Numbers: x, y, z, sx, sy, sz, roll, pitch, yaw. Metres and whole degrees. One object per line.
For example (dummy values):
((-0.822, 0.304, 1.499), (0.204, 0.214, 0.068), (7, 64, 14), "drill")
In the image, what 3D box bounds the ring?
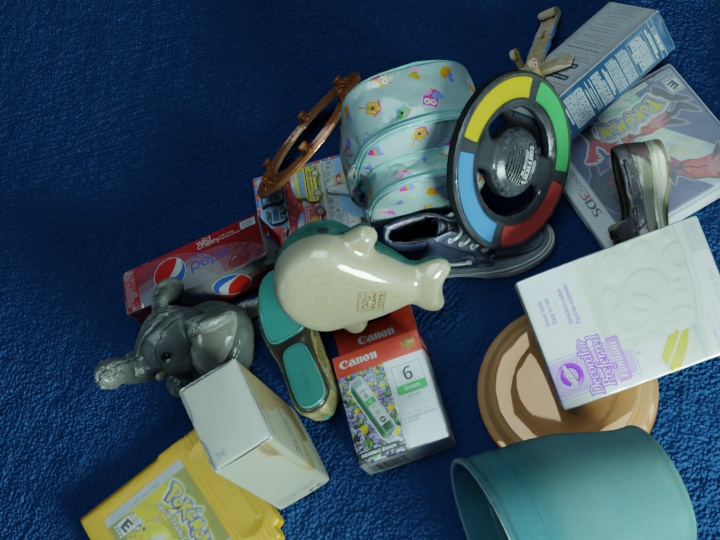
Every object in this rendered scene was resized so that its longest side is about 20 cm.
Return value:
((-0.070, -0.175, 1.234), (0.019, 0.200, 0.201), (38, 79, -16), "ring")

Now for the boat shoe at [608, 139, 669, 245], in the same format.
((0.310, -0.046, 1.097), (0.064, 0.072, 0.201), (-1, 90, 5), "boat shoe")

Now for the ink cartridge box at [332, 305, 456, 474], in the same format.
((0.029, 0.123, 1.137), (0.108, 0.050, 0.201), (-20, 64, 7), "ink cartridge box")

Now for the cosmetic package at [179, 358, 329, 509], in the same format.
((-0.111, 0.183, 1.066), (0.071, 0.200, 0.105), (-31, 63, 1), "cosmetic package")

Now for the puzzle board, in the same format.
((-0.057, -0.053, 1.257), (0.150, 0.017, 0.201), (-15, 64, 9), "puzzle board")

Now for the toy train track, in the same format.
((0.216, -0.279, 1.224), (0.114, 0.033, 0.200), (-15, 35, 37), "toy train track")

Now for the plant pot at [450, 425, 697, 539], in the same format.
((0.214, 0.246, 0.963), (0.187, 0.200, 0.201), (-21, 62, -10), "plant pot")

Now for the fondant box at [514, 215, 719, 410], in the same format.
((0.282, 0.046, 1.034), (0.199, 0.058, 0.145), (-21, 86, 7), "fondant box")

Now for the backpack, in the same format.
((0.064, -0.149, 1.147), (0.175, 0.200, 0.154), (-12, 64, -6), "backpack")

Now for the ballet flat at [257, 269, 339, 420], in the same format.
((-0.073, 0.092, 1.172), (0.070, 0.071, 0.201), (-24, 59, 4), "ballet flat")

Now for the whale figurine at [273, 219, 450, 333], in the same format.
((0.000, 0.000, 1.126), (0.199, 0.160, 0.104), (0, 41, -4), "whale figurine")

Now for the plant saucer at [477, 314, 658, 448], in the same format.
((0.229, 0.131, 1.088), (0.199, 0.032, 0.201), (-6, 66, 14), "plant saucer")

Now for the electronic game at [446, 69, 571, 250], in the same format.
((0.168, -0.121, 1.088), (0.042, 0.200, 0.201), (17, 71, 46), "electronic game")

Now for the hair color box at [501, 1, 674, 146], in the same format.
((0.274, -0.239, 1.198), (0.200, 0.061, 0.100), (-41, 30, -4), "hair color box")

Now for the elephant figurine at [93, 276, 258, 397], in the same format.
((-0.203, 0.079, 1.137), (0.141, 0.200, 0.156), (-11, 65, 11), "elephant figurine")

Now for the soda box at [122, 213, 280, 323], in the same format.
((-0.197, 0.005, 1.233), (0.199, 0.070, 0.064), (-22, 62, 11), "soda box")

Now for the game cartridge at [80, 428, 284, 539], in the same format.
((-0.206, 0.297, 1.139), (0.200, 0.032, 0.176), (-39, 63, -2), "game cartridge")

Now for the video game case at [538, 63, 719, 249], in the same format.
((0.338, -0.135, 1.177), (0.199, 0.023, 0.183), (-30, 63, 1), "video game case")

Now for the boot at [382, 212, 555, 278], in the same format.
((0.128, -0.035, 1.155), (0.199, 0.090, 0.073), (-11, 65, 11), "boot")
